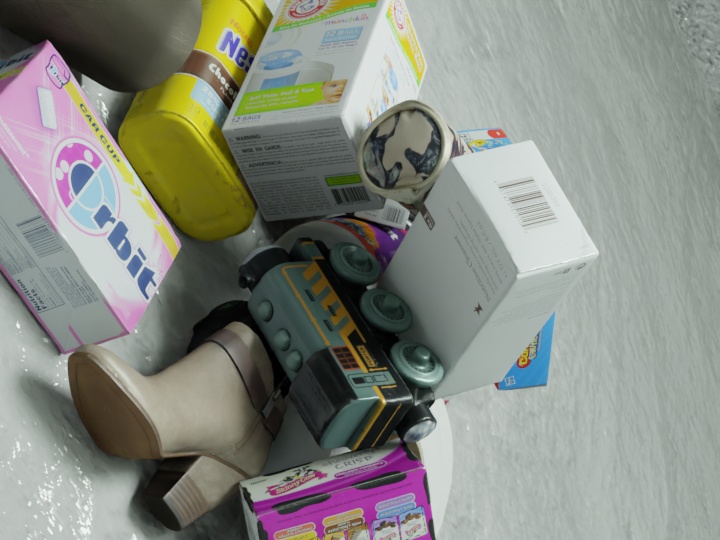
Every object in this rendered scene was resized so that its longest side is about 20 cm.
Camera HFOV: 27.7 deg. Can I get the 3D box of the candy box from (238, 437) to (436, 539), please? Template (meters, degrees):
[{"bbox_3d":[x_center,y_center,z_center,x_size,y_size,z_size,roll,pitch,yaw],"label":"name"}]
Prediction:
[{"bbox_3d":[-0.009,0.243,1.133,0.061,0.136,0.200,-134,-146,-65],"label":"candy box"}]

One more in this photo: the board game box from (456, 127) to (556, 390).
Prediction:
[{"bbox_3d":[0.142,-0.014,1.494,0.196,0.056,0.200,-117,-156,-56],"label":"board game box"}]

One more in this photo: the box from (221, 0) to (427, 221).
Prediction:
[{"bbox_3d":[-0.025,-0.149,1.239,0.200,0.112,0.101,-72,148,-43],"label":"box"}]

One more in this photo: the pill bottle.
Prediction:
[{"bbox_3d":[0.000,0.000,1.391,0.200,0.111,0.112,-17,89,-64],"label":"pill bottle"}]

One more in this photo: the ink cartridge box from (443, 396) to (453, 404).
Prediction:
[{"bbox_3d":[0.074,0.056,1.351,0.084,0.200,0.145,41,61,12],"label":"ink cartridge box"}]

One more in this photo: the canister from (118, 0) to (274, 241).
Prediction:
[{"bbox_3d":[-0.125,-0.141,1.266,0.149,0.086,0.200,57,32,-33],"label":"canister"}]

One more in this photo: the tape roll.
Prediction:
[{"bbox_3d":[-0.001,0.179,1.244,0.202,0.071,0.203,-14,107,-54],"label":"tape roll"}]

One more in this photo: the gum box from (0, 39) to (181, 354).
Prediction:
[{"bbox_3d":[-0.215,-0.047,1.050,0.200,0.066,0.114,59,30,-25],"label":"gum box"}]

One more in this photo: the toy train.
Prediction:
[{"bbox_3d":[-0.018,0.054,1.138,0.114,0.085,0.200,-2,48,-40],"label":"toy train"}]

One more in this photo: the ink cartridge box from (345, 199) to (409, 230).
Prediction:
[{"bbox_3d":[-0.002,-0.089,1.427,0.200,0.095,0.037,-92,-162,-73],"label":"ink cartridge box"}]

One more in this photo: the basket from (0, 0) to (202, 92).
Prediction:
[{"bbox_3d":[-0.212,-0.221,1.083,0.136,0.180,0.200,-61,151,-4],"label":"basket"}]

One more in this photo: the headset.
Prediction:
[{"bbox_3d":[-0.076,0.068,1.222,0.124,0.094,0.200,52,44,-36],"label":"headset"}]

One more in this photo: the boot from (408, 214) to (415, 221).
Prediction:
[{"bbox_3d":[0.075,-0.057,1.528,0.090,0.073,0.200,65,-10,-20],"label":"boot"}]

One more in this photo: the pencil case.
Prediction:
[{"bbox_3d":[0.062,-0.071,1.189,0.200,0.078,0.090,32,46,-66],"label":"pencil case"}]

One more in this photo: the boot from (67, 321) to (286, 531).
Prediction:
[{"bbox_3d":[-0.128,0.091,1.091,0.146,0.070,0.200,-52,136,-36],"label":"boot"}]

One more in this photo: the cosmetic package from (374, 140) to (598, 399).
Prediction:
[{"bbox_3d":[0.091,0.005,1.134,0.081,0.200,0.113,-14,62,-29],"label":"cosmetic package"}]
